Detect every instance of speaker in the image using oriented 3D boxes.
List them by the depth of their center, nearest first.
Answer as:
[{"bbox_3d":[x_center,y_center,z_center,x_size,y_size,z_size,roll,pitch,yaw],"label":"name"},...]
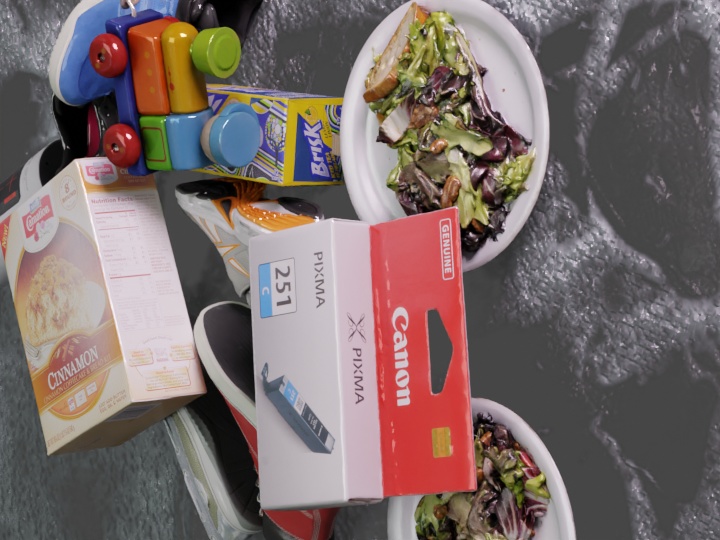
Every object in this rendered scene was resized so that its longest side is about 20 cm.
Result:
[{"bbox_3d":[-0.303,-0.049,1.981,0.200,0.081,0.082,-30,69,48],"label":"speaker"}]

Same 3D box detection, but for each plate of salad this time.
[{"bbox_3d":[0.076,0.191,1.530,0.199,0.048,0.202,3,94,52],"label":"plate of salad"},{"bbox_3d":[0.051,-0.097,1.544,0.199,0.048,0.202,1,92,43],"label":"plate of salad"}]

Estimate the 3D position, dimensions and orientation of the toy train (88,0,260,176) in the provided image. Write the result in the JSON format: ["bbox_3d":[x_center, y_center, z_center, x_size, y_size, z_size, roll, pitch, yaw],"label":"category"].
[{"bbox_3d":[-0.140,-0.172,1.648,0.115,0.084,0.202,6,110,39],"label":"toy train"}]

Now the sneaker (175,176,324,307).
[{"bbox_3d":[-0.091,-0.018,1.713,0.200,0.075,0.093,-149,53,-61],"label":"sneaker"}]

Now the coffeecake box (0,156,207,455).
[{"bbox_3d":[-0.211,0.029,1.752,0.153,0.073,0.202,-32,68,51],"label":"coffeecake box"}]

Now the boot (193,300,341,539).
[{"bbox_3d":[-0.076,0.132,1.699,0.200,0.072,0.145,53,148,33],"label":"boot"}]

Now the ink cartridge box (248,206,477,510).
[{"bbox_3d":[-0.003,0.063,1.533,0.175,0.045,0.202,-11,79,44],"label":"ink cartridge box"}]

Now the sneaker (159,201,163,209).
[{"bbox_3d":[-0.200,0.028,1.863,0.086,0.075,0.202,1,93,45],"label":"sneaker"}]

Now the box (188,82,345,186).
[{"bbox_3d":[-0.094,-0.110,1.728,0.199,0.064,0.071,12,101,51],"label":"box"}]

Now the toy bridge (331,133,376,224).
[{"bbox_3d":[0.000,0.000,1.643,0.067,0.027,0.202,18,106,49],"label":"toy bridge"}]

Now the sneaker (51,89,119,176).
[{"bbox_3d":[-0.215,-0.154,1.843,0.076,0.084,0.202,-11,67,39],"label":"sneaker"}]

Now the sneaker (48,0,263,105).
[{"bbox_3d":[-0.157,-0.193,1.746,0.200,0.077,0.111,-44,51,-1],"label":"sneaker"}]

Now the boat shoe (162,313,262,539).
[{"bbox_3d":[-0.130,0.129,1.778,0.065,0.074,0.203,-40,68,39],"label":"boat shoe"}]
